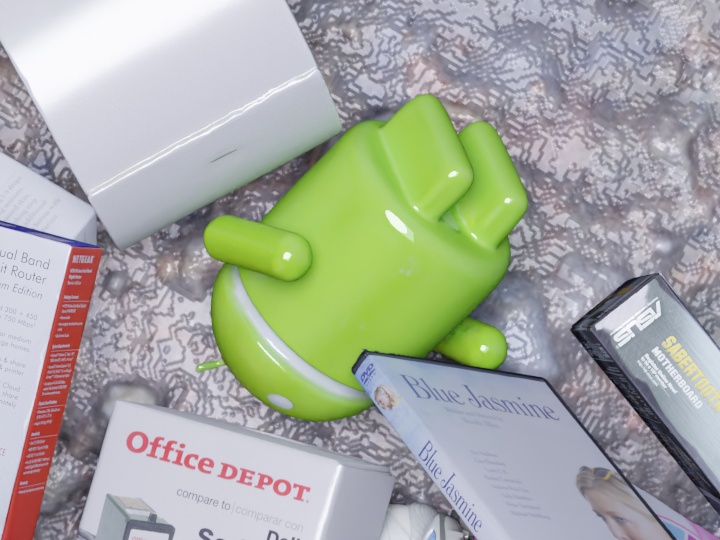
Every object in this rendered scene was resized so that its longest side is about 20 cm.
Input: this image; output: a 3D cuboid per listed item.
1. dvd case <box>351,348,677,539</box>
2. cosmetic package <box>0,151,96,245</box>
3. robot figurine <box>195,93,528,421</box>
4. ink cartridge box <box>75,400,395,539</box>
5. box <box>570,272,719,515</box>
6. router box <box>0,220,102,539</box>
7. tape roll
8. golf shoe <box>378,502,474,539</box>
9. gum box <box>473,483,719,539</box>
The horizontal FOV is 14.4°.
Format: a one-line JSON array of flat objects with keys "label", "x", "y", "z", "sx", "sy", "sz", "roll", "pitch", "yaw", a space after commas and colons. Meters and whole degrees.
[{"label": "dvd case", "x": 0.096, "y": 0.116, "z": 1.475, "sx": 0.018, "sy": 0.143, "sz": 0.200, "roll": -58, "pitch": 47, "yaw": 23}, {"label": "cosmetic package", "x": -0.251, "y": -0.029, "z": 1.542, "sx": 0.200, "sy": 0.071, "sz": 0.101, "roll": 31, "pitch": 60, "yaw": 14}, {"label": "robot figurine", "x": 0.000, "y": 0.000, "z": 1.542, "sx": 0.200, "sy": 0.175, "sz": 0.116, "roll": -45, "pitch": 45, "yaw": 23}, {"label": "ink cartridge box", "x": -0.082, "y": 0.183, "z": 1.542, "sx": 0.145, "sy": 0.084, "sz": 0.200, "roll": 14, "pitch": 87, "yaw": 23}, {"label": "box", "x": 0.182, "y": 0.077, "z": 1.517, "sx": 0.048, "sy": 0.200, "sz": 0.158, "roll": -39, "pitch": 88, "yaw": 1}, {"label": "router box", "x": -0.250, "y": 0.050, "z": 1.457, "sx": 0.200, "sy": 0.049, "sz": 0.180, "roll": 14, "pitch": 93, "yaw": 14}, {"label": "tape roll", "x": -0.115, "y": -0.130, "z": 1.523, "sx": 0.139, "sy": 0.203, "sz": 0.203, "roll": -29, "pitch": 88, "yaw": -3}, {"label": "golf shoe", "x": 0.006, "y": 0.226, "z": 1.581, "sx": 0.097, "sy": 0.078, "sz": 0.200, "roll": 8, "pitch": 81, "yaw": 16}, {"label": "gum box", "x": 0.158, "y": 0.183, "z": 1.538, "sx": 0.200, "sy": 0.114, "sz": 0.066, "roll": 32, "pitch": 113, "yaw": -5}]
